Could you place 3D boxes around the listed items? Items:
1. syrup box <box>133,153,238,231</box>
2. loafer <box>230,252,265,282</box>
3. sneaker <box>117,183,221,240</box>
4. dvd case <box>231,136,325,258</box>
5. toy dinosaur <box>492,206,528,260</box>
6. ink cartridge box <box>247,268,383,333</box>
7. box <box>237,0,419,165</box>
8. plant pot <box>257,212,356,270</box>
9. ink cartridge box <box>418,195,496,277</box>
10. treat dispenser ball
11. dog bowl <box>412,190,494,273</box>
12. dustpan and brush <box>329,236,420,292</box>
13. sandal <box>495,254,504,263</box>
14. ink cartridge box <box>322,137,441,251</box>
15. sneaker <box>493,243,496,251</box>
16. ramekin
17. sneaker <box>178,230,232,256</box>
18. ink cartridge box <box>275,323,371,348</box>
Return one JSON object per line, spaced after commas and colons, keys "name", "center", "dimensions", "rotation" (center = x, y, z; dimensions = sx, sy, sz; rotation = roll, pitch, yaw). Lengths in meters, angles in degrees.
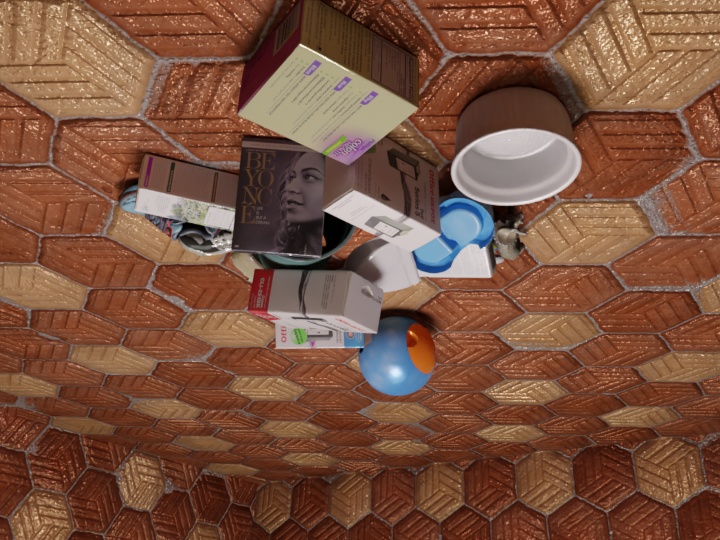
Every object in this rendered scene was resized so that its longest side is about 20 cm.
{"name": "syrup box", "center": [-0.303, -0.139, 1.302], "dimensions": [0.199, 0.082, 0.079], "rotation": [12, 149, -17]}
{"name": "loafer", "center": [-0.189, 0.004, 1.450], "dimensions": [0.068, 0.076, 0.200], "rotation": [-7, 138, 31]}
{"name": "sneaker", "center": [-0.360, -0.107, 1.352], "dimensions": [0.199, 0.096, 0.079], "rotation": [7, 152, -9]}
{"name": "dvd case", "center": [-0.132, -0.124, 1.193], "dimensions": [0.148, 0.201, 0.016], "rotation": [4, 166, -3]}
{"name": "toy dinosaur", "center": [0.279, -0.065, 1.375], "dimensions": [0.077, 0.103, 0.200], "rotation": [-3, 151, 11]}
{"name": "ink cartridge box", "center": [-0.078, 0.055, 1.283], "dimensions": [0.199, 0.084, 0.144], "rotation": [0, 164, 27]}
{"name": "box", "center": [-0.046, -0.265, 1.027], "dimensions": [0.199, 0.097, 0.176], "rotation": [21, 147, -30]}
{"name": "plant pot", "center": [-0.114, -0.078, 1.303], "dimensions": [0.199, 0.201, 0.196], "rotation": [6, 160, -8]}
{"name": "ink cartridge box", "center": [0.149, -0.063, 1.370], "dimensions": [0.199, 0.057, 0.163], "rotation": [2, 128, 30]}
{"name": "treat dispenser ball", "center": [0.093, 0.217, 1.819], "dimensions": [0.200, 0.202, 0.201], "rotation": [2, 152, 1]}
{"name": "dog bowl", "center": [0.159, -0.073, 1.291], "dimensions": [0.111, 0.050, 0.200], "rotation": [44, 133, -13]}
{"name": "dustpan and brush", "center": [0.000, 0.000, 1.334], "dimensions": [0.199, 0.057, 0.140], "rotation": [-22, 137, 1]}
{"name": "sandal", "center": [0.209, -0.025, 1.491], "dimensions": [0.082, 0.050, 0.202], "rotation": [-11, -179, -38]}
{"name": "ink cartridge box", "center": [0.039, -0.139, 1.206], "dimensions": [0.199, 0.146, 0.084], "rotation": [23, 144, -35]}
{"name": "sneaker", "center": [0.178, -0.064, 1.438], "dimensions": [0.198, 0.071, 0.083], "rotation": [-1, 169, 5]}
{"name": "ramekin", "center": [0.242, -0.197, 1.133], "dimensions": [0.199, 0.098, 0.201], "rotation": [1, 152, 1]}
{"name": "sneaker", "center": [-0.265, -0.078, 1.438], "dimensions": [0.199, 0.076, 0.088], "rotation": [0, 146, -15]}
{"name": "ink cartridge box", "center": [-0.083, 0.099, 1.619], "dimensions": [0.199, 0.148, 0.146], "rotation": [-2, 180, 8]}
